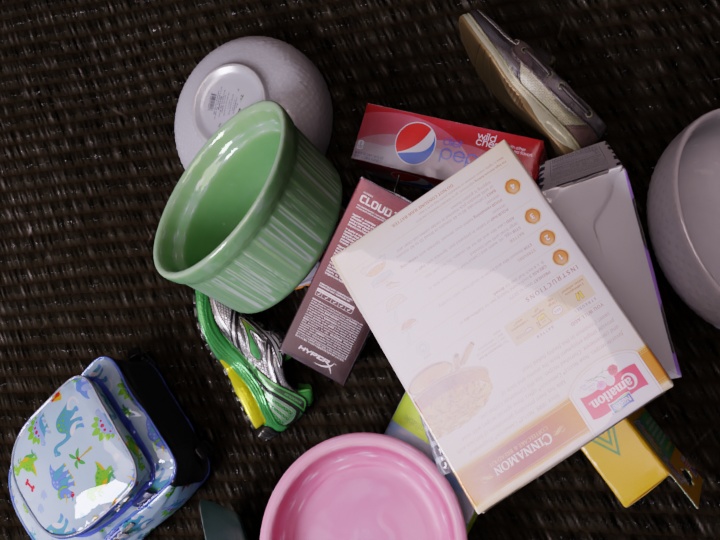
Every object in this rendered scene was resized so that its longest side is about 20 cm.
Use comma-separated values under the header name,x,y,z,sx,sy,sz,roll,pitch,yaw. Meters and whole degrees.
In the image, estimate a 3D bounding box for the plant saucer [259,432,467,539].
name,x,y,z,sx,sy,sz,roll,pitch,yaw
plant saucer,0.004,0.260,0.775,0.195,0.051,0.206,-2,71,6

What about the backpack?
name,x,y,z,sx,sy,sz,roll,pitch,yaw
backpack,-0.294,0.217,0.905,0.200,0.146,0.184,-45,69,10

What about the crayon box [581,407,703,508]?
name,x,y,z,sx,sy,sz,roll,pitch,yaw
crayon box,0.223,0.132,0.746,0.051,0.125,0.201,-42,71,17

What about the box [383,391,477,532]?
name,x,y,z,sx,sy,sz,roll,pitch,yaw
box,0.082,0.186,0.831,0.120,0.048,0.203,28,91,20

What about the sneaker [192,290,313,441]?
name,x,y,z,sx,sy,sz,roll,pitch,yaw
sneaker,-0.119,0.078,0.902,0.084,0.078,0.203,-30,91,1

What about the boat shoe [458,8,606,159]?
name,x,y,z,sx,sy,sz,roll,pitch,yaw
boat shoe,0.176,-0.197,0.848,0.064,0.073,0.202,-34,76,-1

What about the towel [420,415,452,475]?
name,x,y,z,sx,sy,sz,roll,pitch,yaw
towel,0.085,0.088,0.715,0.084,0.199,0.169,-22,74,15

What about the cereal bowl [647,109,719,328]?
name,x,y,z,sx,sy,sz,roll,pitch,yaw
cereal bowl,0.334,-0.035,0.725,0.195,0.083,0.206,6,72,-17

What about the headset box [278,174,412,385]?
name,x,y,z,sx,sy,sz,roll,pitch,yaw
headset box,0.000,0.000,0.827,0.074,0.149,0.204,26,92,2

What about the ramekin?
name,x,y,z,sx,sy,sz,roll,pitch,yaw
ramekin,-0.109,-0.058,0.819,0.198,0.097,0.203,-32,39,30

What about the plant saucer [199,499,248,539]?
name,x,y,z,sx,sy,sz,roll,pitch,yaw
plant saucer,-0.115,0.323,0.816,0.035,0.200,0.204,-17,75,-11

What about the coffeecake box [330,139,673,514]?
name,x,y,z,sx,sy,sz,roll,pitch,yaw
coffeecake box,0.095,0.040,0.579,0.152,0.073,0.203,-32,72,3

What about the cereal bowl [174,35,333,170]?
name,x,y,z,sx,sy,sz,roll,pitch,yaw
cereal bowl,-0.133,-0.176,0.940,0.195,0.083,0.206,-2,82,18

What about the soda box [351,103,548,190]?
name,x,y,z,sx,sy,sz,roll,pitch,yaw
soda box,0.094,-0.117,0.859,0.196,0.070,0.065,16,85,20

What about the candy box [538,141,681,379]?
name,x,y,z,sx,sy,sz,roll,pitch,yaw
candy box,0.210,-0.012,0.711,0.070,0.200,0.172,-16,99,16

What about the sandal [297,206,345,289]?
name,x,y,z,sx,sy,sz,roll,pitch,yaw
sandal,-0.103,-0.009,0.917,0.203,0.059,0.081,-28,75,13
